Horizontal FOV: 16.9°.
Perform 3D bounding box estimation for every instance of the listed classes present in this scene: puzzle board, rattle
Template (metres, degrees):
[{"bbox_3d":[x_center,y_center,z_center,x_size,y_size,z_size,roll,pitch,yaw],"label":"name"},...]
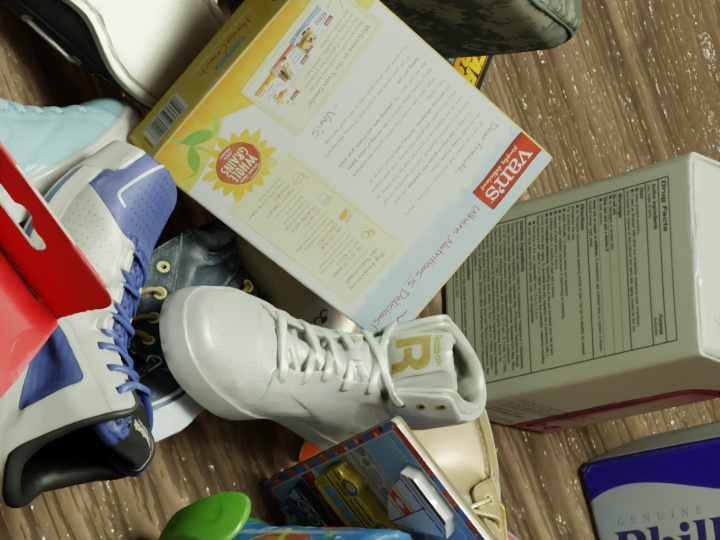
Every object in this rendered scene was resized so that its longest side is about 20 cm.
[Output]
[{"bbox_3d":[0.040,0.179,1.334,0.017,0.151,0.200,-41,96,-33],"label":"puzzle board"},{"bbox_3d":[0.000,0.000,1.378,0.130,0.143,0.201,12,72,-38],"label":"rattle"}]

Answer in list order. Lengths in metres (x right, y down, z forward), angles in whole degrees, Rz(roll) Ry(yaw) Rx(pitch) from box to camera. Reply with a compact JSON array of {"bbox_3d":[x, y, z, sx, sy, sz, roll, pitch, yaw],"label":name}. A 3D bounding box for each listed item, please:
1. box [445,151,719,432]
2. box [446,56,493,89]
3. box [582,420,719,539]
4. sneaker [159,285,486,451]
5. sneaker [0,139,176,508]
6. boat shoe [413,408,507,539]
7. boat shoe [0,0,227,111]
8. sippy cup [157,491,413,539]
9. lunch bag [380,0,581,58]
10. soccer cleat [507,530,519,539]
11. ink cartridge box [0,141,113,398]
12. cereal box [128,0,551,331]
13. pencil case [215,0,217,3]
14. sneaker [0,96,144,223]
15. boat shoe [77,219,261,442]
[{"bbox_3d":[0.161,0.019,1.518,0.109,0.200,0.128,17,67,-45],"label":"box"},{"bbox_3d":[0.019,-0.143,1.527,0.137,0.040,0.200,48,47,-30],"label":"box"},{"bbox_3d":[0.265,0.199,1.599,0.105,0.184,0.201,-14,89,-49],"label":"box"},{"bbox_3d":[-0.010,0.043,1.283,0.200,0.115,0.074,26,55,-54],"label":"sneaker"},{"bbox_3d":[-0.135,0.043,1.195,0.200,0.115,0.081,-54,159,-23],"label":"sneaker"},{"bbox_3d":[0.057,0.155,1.412,0.073,0.069,0.201,-8,100,-14],"label":"boat shoe"},{"bbox_3d":[-0.144,-0.146,1.297,0.200,0.063,0.073,40,70,-21],"label":"boat shoe"},{"bbox_3d":[-0.024,0.194,1.301,0.178,0.130,0.140,13,70,-48],"label":"sippy cup"},{"bbox_3d":[0.049,-0.226,1.416,0.200,0.139,0.168,26,66,-65],"label":"lunch bag"},{"bbox_3d":[0.107,0.216,1.513,0.200,0.067,0.076,42,4,-20],"label":"soccer cleat"},{"bbox_3d":[-0.219,0.010,1.073,0.116,0.200,0.067,55,43,-22],"label":"ink cartridge box"},{"bbox_3d":[-0.007,-0.065,1.303,0.144,0.040,0.200,-49,127,3],"label":"cereal box"},{"bbox_3d":[-0.084,-0.213,1.391,0.089,0.078,0.200,23,48,8],"label":"pencil case"},{"bbox_3d":[-0.185,-0.066,1.238,0.200,0.074,0.082,-36,106,-51],"label":"sneaker"},{"bbox_3d":[-0.119,0.039,1.292,0.200,0.071,0.091,-31,102,-57],"label":"boat shoe"}]
